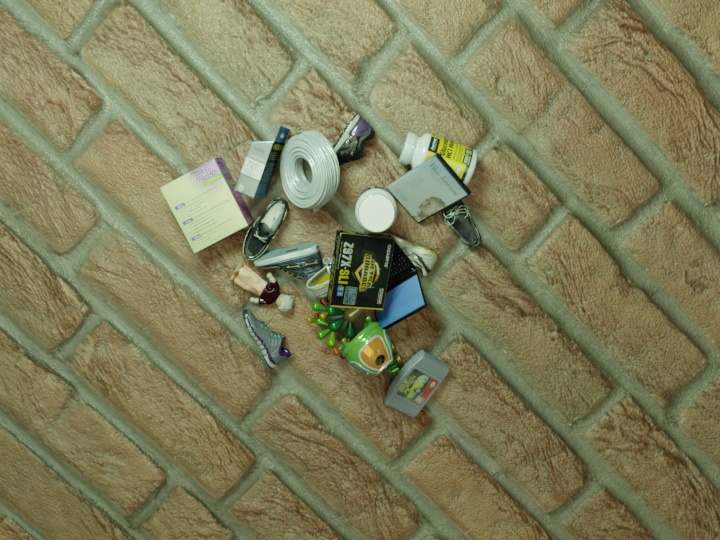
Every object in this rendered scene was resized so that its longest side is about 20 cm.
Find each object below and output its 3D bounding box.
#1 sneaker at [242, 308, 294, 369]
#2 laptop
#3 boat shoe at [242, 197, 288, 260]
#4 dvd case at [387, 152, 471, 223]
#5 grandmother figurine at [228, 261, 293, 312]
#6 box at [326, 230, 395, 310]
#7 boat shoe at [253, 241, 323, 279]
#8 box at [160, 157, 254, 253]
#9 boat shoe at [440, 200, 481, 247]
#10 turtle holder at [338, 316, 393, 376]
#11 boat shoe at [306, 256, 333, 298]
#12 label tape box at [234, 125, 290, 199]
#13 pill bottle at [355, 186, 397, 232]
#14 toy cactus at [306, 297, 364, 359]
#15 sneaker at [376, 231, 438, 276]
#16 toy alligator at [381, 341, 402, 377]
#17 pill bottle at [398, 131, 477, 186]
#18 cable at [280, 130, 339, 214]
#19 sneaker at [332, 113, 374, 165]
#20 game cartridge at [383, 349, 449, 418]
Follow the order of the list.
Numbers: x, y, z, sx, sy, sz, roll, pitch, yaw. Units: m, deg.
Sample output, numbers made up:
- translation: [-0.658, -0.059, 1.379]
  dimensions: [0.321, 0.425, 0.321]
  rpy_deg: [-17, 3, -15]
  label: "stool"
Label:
- translation: [-0.273, 0.187, 1.648]
  dimensions: [0.086, 0.074, 0.203]
  rpy_deg: [-27, 110, -4]
  label: "sneaker"
- translation: [0.067, 0.039, 1.559]
  dimensions: [0.176, 0.104, 0.201]
  rpy_deg: [-31, 108, 29]
  label: "laptop"
- translation: [-0.272, -0.117, 1.573]
  dimensions: [0.075, 0.060, 0.203]
  rpy_deg: [28, 94, -13]
  label: "boat shoe"
- translation: [0.182, -0.217, 1.509]
  dimensions: [0.143, 0.018, 0.199]
  rpy_deg: [45, 138, -16]
  label: "dvd case"
- translation: [-0.280, 0.053, 1.623]
  dimensions: [0.198, 0.061, 0.121]
  rpy_deg: [34, 132, -9]
  label: "grandmother figurine"
- translation: [0.000, 0.000, 1.503]
  dimensions: [0.156, 0.049, 0.204]
  rpy_deg: [6, 105, -17]
  label: "box"
- translation: [-0.205, -0.014, 1.600]
  dimensions: [0.196, 0.071, 0.093]
  rpy_deg: [-11, 112, 10]
  label: "boat shoe"
- translation: [-0.424, -0.182, 1.558]
  dimensions: [0.173, 0.097, 0.203]
  rpy_deg: [-26, 100, 6]
  label: "box"
- translation: [0.272, -0.150, 1.569]
  dimensions: [0.074, 0.062, 0.202]
  rpy_deg: [-30, 98, 8]
  label: "boat shoe"
- translation: [0.019, 0.227, 1.547]
  dimensions: [0.132, 0.186, 0.140]
  rpy_deg: [47, 54, 11]
  label: "turtle holder"
- translation: [-0.071, -0.005, 1.555]
  dimensions: [0.200, 0.076, 0.086]
  rpy_deg: [-33, 139, 19]
  label: "boat shoe"
- translation: [-0.264, -0.301, 1.509]
  dimensions: [0.062, 0.144, 0.203]
  rpy_deg: [22, 100, -1]
  label: "label tape box"
- translation: [0.042, -0.164, 1.500]
  dimensions: [0.113, 0.200, 0.119]
  rpy_deg: [0, 101, 1]
  label: "pill bottle"
- translation: [-0.056, 0.148, 1.619]
  dimensions: [0.164, 0.102, 0.201]
  rpy_deg: [-35, 103, 4]
  label: "toy cactus"
- translation: [0.120, -0.047, 1.585]
  dimensions: [0.197, 0.076, 0.089]
  rpy_deg: [23, 100, -3]
  label: "sneaker"
- translation: [0.098, 0.282, 1.660]
  dimensions: [0.058, 0.054, 0.203]
  rpy_deg: [-27, 99, 6]
  label: "toy alligator"
- translation: [0.209, -0.303, 1.515]
  dimensions: [0.196, 0.113, 0.115]
  rpy_deg: [18, 101, -3]
  label: "pill bottle"
- translation: [-0.141, -0.269, 1.503]
  dimensions: [0.199, 0.069, 0.203]
  rpy_deg: [-29, 84, 46]
  label: "cable"
- translation: [-0.036, -0.323, 1.538]
  dimensions: [0.087, 0.076, 0.201]
  rpy_deg: [35, 100, -12]
  label: "sneaker"
- translation: [0.162, 0.338, 1.658]
  dimensions: [0.132, 0.041, 0.202]
  rpy_deg: [30, 100, -24]
  label: "game cartridge"
